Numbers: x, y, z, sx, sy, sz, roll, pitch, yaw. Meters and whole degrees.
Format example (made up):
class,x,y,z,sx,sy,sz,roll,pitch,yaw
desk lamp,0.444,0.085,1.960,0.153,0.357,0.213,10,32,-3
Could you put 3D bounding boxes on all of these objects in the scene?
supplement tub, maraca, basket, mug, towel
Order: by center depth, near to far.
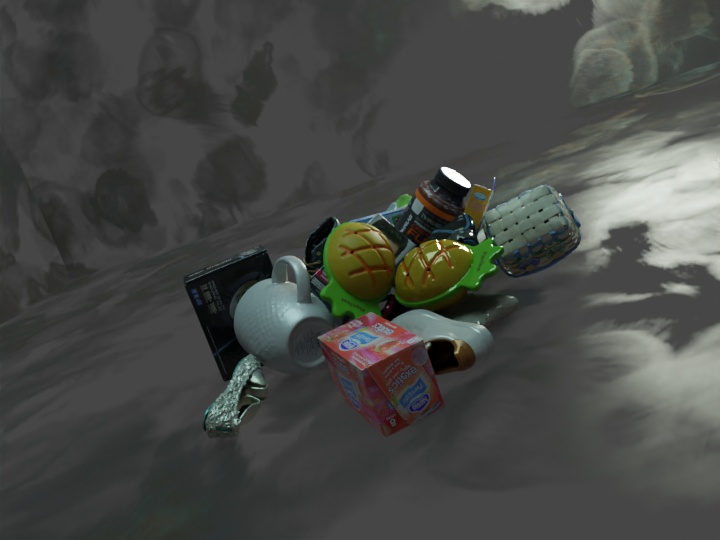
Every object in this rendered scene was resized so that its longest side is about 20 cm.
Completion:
class,x,y,z,sx,sy,sz,roll,pitch,yaw
maraca,0.139,0.003,1.235,0.198,0.107,0.138,-15,38,37
towel,0.147,0.078,1.251,0.132,0.035,0.199,-31,18,-32
maraca,-0.004,0.004,1.289,0.107,0.136,0.202,-48,24,49
mug,-0.119,0.076,1.299,0.146,0.203,0.175,-4,12,-28
basket,0.305,-0.065,1.380,0.175,0.141,0.200,-28,-13,16
supplement tub,0.133,-0.097,1.475,0.201,0.106,0.107,-60,-4,24

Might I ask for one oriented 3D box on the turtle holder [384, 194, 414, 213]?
class,x,y,z,sx,sy,sz,roll,pitch,yaw
turtle holder,0.100,-0.100,1.796,0.132,0.142,0.185,-42,28,-15

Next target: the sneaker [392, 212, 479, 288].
class,x,y,z,sx,sy,sz,roll,pitch,yaw
sneaker,0.135,-0.024,1.369,0.199,0.073,0.083,-35,35,34

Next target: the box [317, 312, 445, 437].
class,x,y,z,sx,sy,sz,roll,pitch,yaw
box,0.023,0.137,1.056,0.094,0.104,0.200,-24,15,-15

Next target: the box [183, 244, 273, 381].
class,x,y,z,sx,sy,sz,roll,pitch,yaw
box,-0.218,0.078,1.426,0.162,0.202,0.086,-22,12,-11

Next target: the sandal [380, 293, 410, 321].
class,x,y,z,sx,sy,sz,roll,pitch,yaw
sandal,0.034,0.078,1.390,0.199,0.046,0.075,-31,15,-36

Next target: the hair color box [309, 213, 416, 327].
class,x,y,z,sx,sy,sz,roll,pitch,yaw
hair color box,0.000,0.000,1.399,0.200,0.099,0.061,-44,-15,-21

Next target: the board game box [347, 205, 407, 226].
class,x,y,z,sx,sy,sz,roll,pitch,yaw
board game box,0.081,-0.051,1.599,0.198,0.153,0.037,-12,13,30

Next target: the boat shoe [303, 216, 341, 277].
class,x,y,z,sx,sy,sz,roll,pitch,yaw
boat shoe,-0.086,-0.003,1.448,0.070,0.091,0.202,16,67,42

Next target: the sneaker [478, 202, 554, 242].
class,x,y,z,sx,sy,sz,roll,pitch,yaw
sneaker,0.310,-0.089,1.577,0.198,0.074,0.085,-25,16,-11

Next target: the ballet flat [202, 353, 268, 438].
class,x,y,z,sx,sy,sz,roll,pitch,yaw
ballet flat,-0.182,0.202,1.206,0.071,0.072,0.200,-15,20,20

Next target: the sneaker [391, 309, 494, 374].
class,x,y,z,sx,sy,sz,roll,pitch,yaw
sneaker,0.091,0.106,1.103,0.084,0.074,0.199,-27,16,-37

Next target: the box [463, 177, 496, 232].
class,x,y,z,sx,sy,sz,roll,pitch,yaw
box,0.204,-0.081,1.429,0.041,0.202,0.119,20,7,9
